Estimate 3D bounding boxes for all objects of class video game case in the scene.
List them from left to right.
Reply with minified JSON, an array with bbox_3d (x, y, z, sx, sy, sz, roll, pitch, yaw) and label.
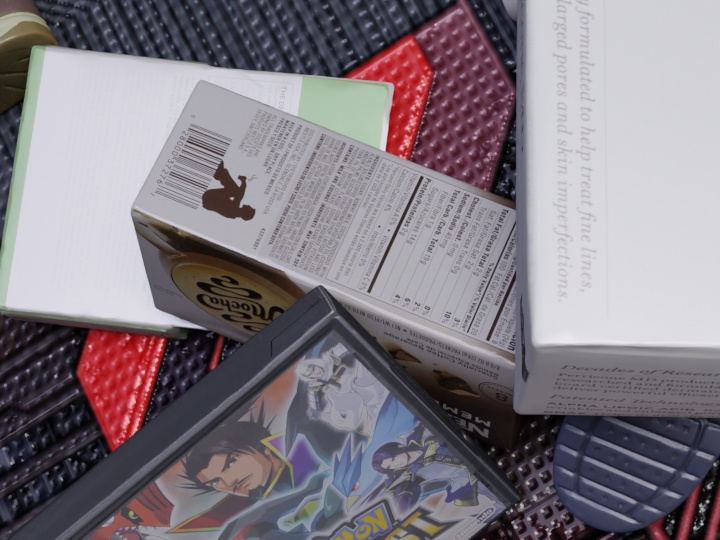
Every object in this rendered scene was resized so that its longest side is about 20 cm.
[{"bbox_3d":[-0.045,0.122,0.904,0.200,0.181,0.026,-39,43,6],"label":"video game case"}]

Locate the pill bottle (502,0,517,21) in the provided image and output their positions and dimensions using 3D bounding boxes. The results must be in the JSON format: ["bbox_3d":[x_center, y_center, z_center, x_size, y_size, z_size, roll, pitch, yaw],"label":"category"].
[{"bbox_3d":[0.168,-0.170,0.931,0.198,0.109,0.110,-3,77,19],"label":"pill bottle"}]

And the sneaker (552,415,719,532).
[{"bbox_3d":[0.155,0.031,0.914,0.073,0.082,0.201,26,98,8],"label":"sneaker"}]

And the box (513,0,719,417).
[{"bbox_3d":[0.163,-0.046,0.797,0.198,0.131,0.201,1,74,1],"label":"box"}]

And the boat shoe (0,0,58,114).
[{"bbox_3d":[-0.263,-0.099,1.090,0.200,0.072,0.066,-29,60,11],"label":"boat shoe"}]

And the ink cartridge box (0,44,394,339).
[{"bbox_3d":[-0.087,-0.037,1.025,0.198,0.048,0.147,7,81,6],"label":"ink cartridge box"}]

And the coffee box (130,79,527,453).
[{"bbox_3d":[0.000,0.000,0.922,0.198,0.113,0.080,22,67,9],"label":"coffee box"}]
